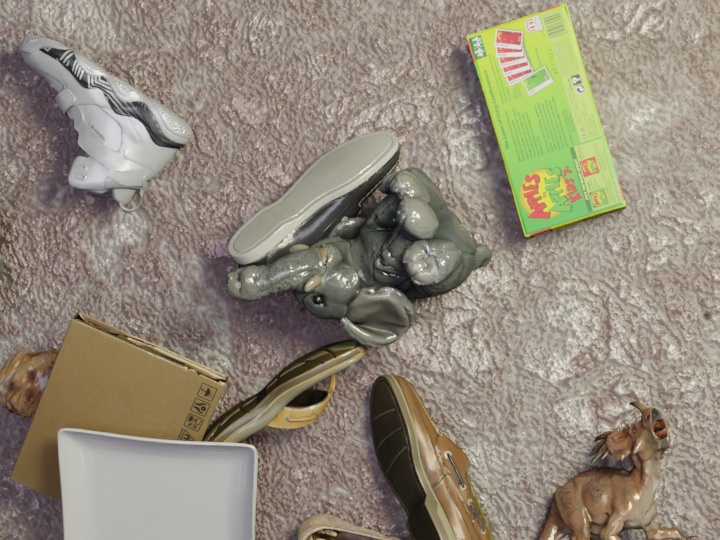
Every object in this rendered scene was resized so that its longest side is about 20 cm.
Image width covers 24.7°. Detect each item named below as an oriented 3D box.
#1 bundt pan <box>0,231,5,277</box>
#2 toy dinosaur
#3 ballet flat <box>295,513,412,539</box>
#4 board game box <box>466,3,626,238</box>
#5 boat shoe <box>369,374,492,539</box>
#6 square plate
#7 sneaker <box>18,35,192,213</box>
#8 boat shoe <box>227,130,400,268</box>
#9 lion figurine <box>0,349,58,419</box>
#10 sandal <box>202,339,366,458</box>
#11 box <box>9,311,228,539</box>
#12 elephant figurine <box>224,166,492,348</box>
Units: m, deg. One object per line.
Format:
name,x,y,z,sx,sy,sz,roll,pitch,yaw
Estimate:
bundt pan,-0.449,-0.018,1.672,0.199,0.076,0.205,0,89,10
toy dinosaur,0.228,0.214,1.553,0.199,0.086,0.137,-28,74,25
ballet flat,0.027,0.290,1.590,0.198,0.067,0.069,13,92,10
board game box,0.179,-0.142,1.578,0.101,0.048,0.202,-17,86,10
boat shoe,0.068,0.194,1.590,0.067,0.072,0.202,-9,72,-29
square plate,-0.196,0.246,1.615,0.196,0.029,0.202,5,115,6
sneaker,-0.276,-0.147,1.643,0.199,0.075,0.116,32,92,5
boat shoe,-0.036,-0.058,1.608,0.200,0.074,0.061,-40,125,-8
lion figurine,-0.267,0.136,1.643,0.199,0.072,0.123,38,106,3
sandal,-0.070,0.133,1.609,0.199,0.080,0.054,-37,100,10
box,-0.239,0.155,1.607,0.162,0.021,0.201,23,116,-5
elephant figurine,0.000,0.000,1.559,0.199,0.142,0.156,-34,100,18
